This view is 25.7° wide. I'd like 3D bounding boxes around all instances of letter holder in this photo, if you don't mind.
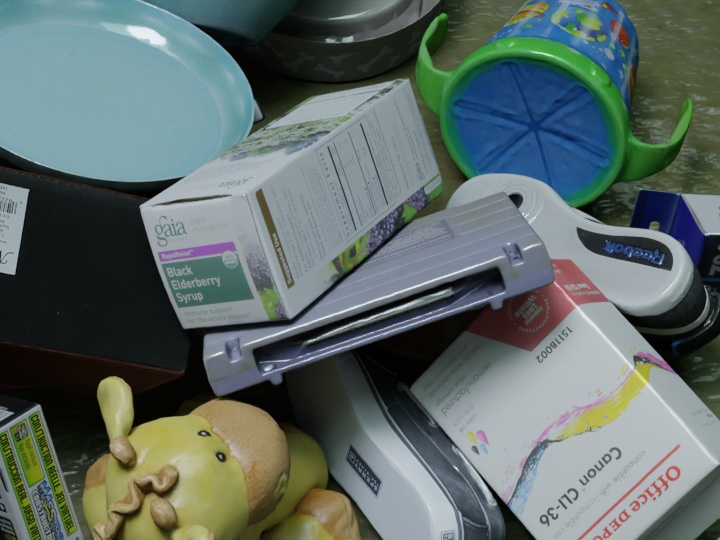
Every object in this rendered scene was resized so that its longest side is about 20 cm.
[{"bbox_3d":[-0.213,0.008,0.939,0.199,0.142,0.101,12,73,-23],"label":"letter holder"}]

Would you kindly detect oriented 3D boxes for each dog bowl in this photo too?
[{"bbox_3d":[-0.024,-0.229,1.235,0.199,0.059,0.201,0,53,0],"label":"dog bowl"}]

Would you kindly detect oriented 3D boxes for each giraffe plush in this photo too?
[{"bbox_3d":[-0.095,0.132,0.893,0.172,0.162,0.200,26,56,17],"label":"giraffe plush"}]

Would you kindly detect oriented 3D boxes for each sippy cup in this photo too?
[{"bbox_3d":[0.139,-0.133,1.130,0.178,0.139,0.130,46,43,-16],"label":"sippy cup"}]

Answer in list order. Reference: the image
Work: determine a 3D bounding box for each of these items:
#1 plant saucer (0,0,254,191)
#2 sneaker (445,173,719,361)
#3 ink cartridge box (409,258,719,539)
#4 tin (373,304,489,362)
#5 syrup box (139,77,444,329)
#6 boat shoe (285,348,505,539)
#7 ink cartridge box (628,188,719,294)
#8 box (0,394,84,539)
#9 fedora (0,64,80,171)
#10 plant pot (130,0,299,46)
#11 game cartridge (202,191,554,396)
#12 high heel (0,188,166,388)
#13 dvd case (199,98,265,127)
[{"bbox_3d":[-0.166,-0.111,0.983,0.199,0.027,0.200,13,39,-11],"label":"plant saucer"},{"bbox_3d":[0.148,0.008,1.047,0.200,0.112,0.073,26,76,44],"label":"sneaker"},{"bbox_3d":[0.140,0.103,0.932,0.117,0.067,0.200,-48,71,19],"label":"ink cartridge box"},{"bbox_3d":[0.000,0.000,1.045,0.199,0.042,0.112,23,21,15],"label":"tin"},{"bbox_3d":[-0.035,-0.043,0.943,0.079,0.082,0.200,-7,21,34],"label":"syrup box"},{"bbox_3d":[0.020,0.101,0.981,0.068,0.072,0.200,-8,41,-33],"label":"boat shoe"},{"bbox_3d":[0.276,-0.005,1.047,0.199,0.100,0.039,4,54,2],"label":"ink cartridge box"},{"bbox_3d":[-0.236,0.114,0.884,0.200,0.110,0.035,8,30,42],"label":"box"},{"bbox_3d":[-0.239,-0.113,1.099,0.200,0.092,0.201,-2,22,1],"label":"fedora"},{"bbox_3d":[-0.108,-0.232,1.104,0.199,0.200,0.135,8,89,5],"label":"plant pot"},{"bbox_3d":[0.006,0.012,0.924,0.199,0.039,0.130,-19,13,1],"label":"game cartridge"},{"bbox_3d":[-0.167,-0.002,1.035,0.200,0.096,0.067,-31,60,-23],"label":"high heel"},{"bbox_3d":[-0.172,-0.063,1.067,0.200,0.143,0.018,-26,97,-20],"label":"dvd case"}]
